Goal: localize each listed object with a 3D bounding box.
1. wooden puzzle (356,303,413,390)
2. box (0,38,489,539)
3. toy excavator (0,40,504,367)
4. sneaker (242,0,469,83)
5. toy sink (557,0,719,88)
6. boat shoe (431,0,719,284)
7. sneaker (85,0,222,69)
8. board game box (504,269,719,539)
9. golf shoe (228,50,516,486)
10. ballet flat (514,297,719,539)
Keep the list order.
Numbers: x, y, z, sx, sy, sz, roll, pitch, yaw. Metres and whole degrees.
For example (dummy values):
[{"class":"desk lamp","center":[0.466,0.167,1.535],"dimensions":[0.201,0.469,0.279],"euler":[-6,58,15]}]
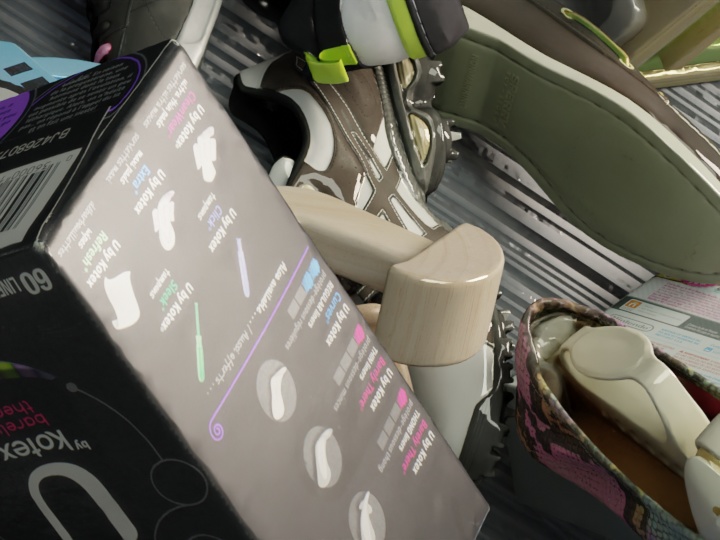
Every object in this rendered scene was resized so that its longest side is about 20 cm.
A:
[{"class":"wooden puzzle","center":[-0.050,0.126,0.972],"dimensions":[0.184,0.037,0.202],"euler":[-11,85,-22]},{"class":"box","center":[-0.068,0.048,0.847],"dimensions":[0.201,0.122,0.106],"euler":[56,39,-25]},{"class":"toy excavator","center":[-0.073,-0.022,0.964],"dimensions":[0.199,0.101,0.194],"euler":[-10,34,-36]},{"class":"sneaker","center":[-0.018,-0.143,1.094],"dimensions":[0.082,0.072,0.200],"euler":[-23,35,3]},{"class":"toy sink","center":[0.135,-0.147,1.168],"dimensions":[0.199,0.130,0.113],"euler":[-8,72,-32]},{"class":"boat shoe","center":[0.089,-0.071,1.121],"dimensions":[0.201,0.072,0.061],"euler":[36,47,13]},{"class":"sneaker","center":[-0.103,-0.117,1.068],"dimensions":[0.098,0.071,0.201],"euler":[19,63,-7]},{"class":"board game box","center":[0.177,0.043,1.087],"dimensions":[0.199,0.147,0.065],"euler":[-32,126,-35]},{"class":"golf shoe","center":[0.000,0.000,1.065],"dimensions":[0.094,0.078,0.201],"euler":[-3,60,-23]},{"class":"ballet flat","center":[0.119,0.065,0.948],"dimensions":[0.069,0.200,0.071],"euler":[-39,132,-17]}]
